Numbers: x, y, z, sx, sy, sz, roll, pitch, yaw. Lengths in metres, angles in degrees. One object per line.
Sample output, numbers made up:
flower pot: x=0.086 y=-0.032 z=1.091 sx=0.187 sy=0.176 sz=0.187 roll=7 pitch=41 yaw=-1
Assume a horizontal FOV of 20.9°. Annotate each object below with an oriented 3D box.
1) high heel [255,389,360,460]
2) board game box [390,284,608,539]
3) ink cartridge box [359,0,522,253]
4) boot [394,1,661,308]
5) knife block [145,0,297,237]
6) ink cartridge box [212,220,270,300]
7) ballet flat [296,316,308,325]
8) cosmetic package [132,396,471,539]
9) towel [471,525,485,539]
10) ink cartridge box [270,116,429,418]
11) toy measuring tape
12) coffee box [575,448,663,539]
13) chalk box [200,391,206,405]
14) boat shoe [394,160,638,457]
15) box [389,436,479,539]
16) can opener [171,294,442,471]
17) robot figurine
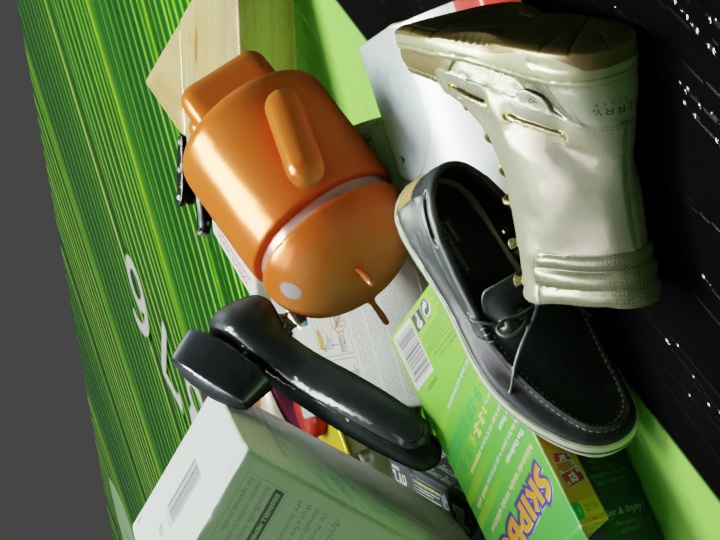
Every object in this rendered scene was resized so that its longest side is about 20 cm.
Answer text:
high heel: x=-0.035 y=0.129 z=1.600 sx=0.200 sy=0.096 sz=0.068 roll=52 pitch=133 yaw=28
board game box: x=0.083 y=0.100 z=1.172 sx=0.201 sy=0.030 sz=0.096 roll=67 pitch=148 yaw=23
ink cartridge box: x=0.066 y=-0.084 z=1.190 sx=0.200 sy=0.047 sz=0.161 roll=164 pitch=89 yaw=-76
boot: x=0.091 y=-0.064 z=1.073 sx=0.200 sy=0.072 sz=0.156 roll=23 pitch=129 yaw=58
knife block: x=-0.083 y=-0.123 z=1.521 sx=0.176 sy=0.064 sz=0.200 roll=52 pitch=127 yaw=23
ink cartridge box: x=-0.084 y=-0.055 z=1.691 sx=0.116 sy=0.067 sz=0.201 roll=-123 pitch=22 yaw=-46
ballet flat: x=-0.041 y=0.013 z=1.522 sx=0.201 sy=0.070 sz=0.066 roll=97 pitch=160 yaw=-45
cosmetic package: x=-0.030 y=0.188 z=1.278 sx=0.199 sy=0.123 sz=0.199 roll=31 pitch=-178 yaw=-13
towel: x=0.112 y=0.225 z=1.294 sx=0.144 sy=0.023 sz=0.201 roll=57 pitch=142 yaw=32
ink cartridge box: x=0.000 y=0.000 z=1.398 sx=0.176 sy=0.045 sz=0.202 roll=-12 pitch=95 yaw=52
toy measuring tape: x=-0.002 y=0.135 z=1.484 sx=0.074 sy=0.073 sz=0.201 roll=118 pitch=133 yaw=-68
coffee box: x=0.109 y=0.113 z=1.204 sx=0.123 sy=0.044 sz=0.201 roll=-45 pitch=62 yaw=55
chalk box: x=-0.044 y=0.171 z=1.691 sx=0.200 sy=0.123 sz=0.126 roll=-139 pitch=36 yaw=-60
boat shoe: x=0.091 y=0.020 z=1.123 sx=0.201 sy=0.074 sz=0.062 roll=55 pitch=155 yaw=13
box: x=0.080 y=0.219 z=1.458 sx=0.200 sy=0.043 sz=0.161 roll=-164 pitch=59 yaw=-71
can opener: x=-0.029 y=0.078 z=1.269 sx=0.199 sy=0.079 sz=0.063 roll=26 pitch=167 yaw=27
robot figurine: x=-0.043 y=-0.052 z=1.300 sx=0.200 sy=0.116 sz=0.144 roll=53 pitch=130 yaw=21
